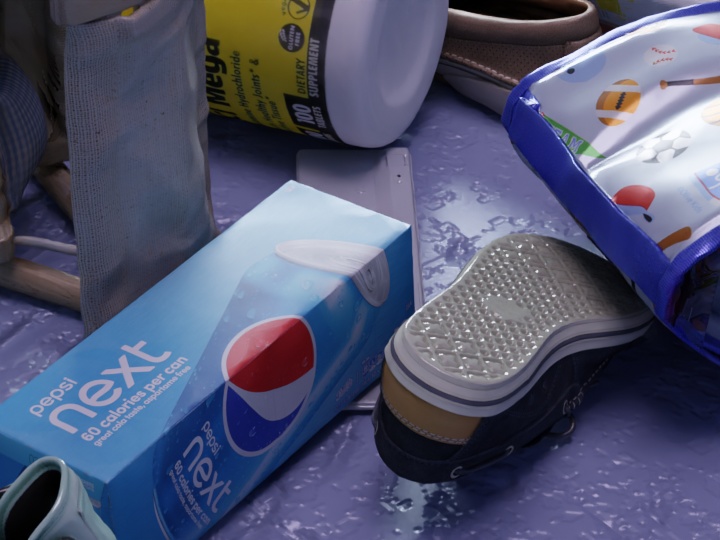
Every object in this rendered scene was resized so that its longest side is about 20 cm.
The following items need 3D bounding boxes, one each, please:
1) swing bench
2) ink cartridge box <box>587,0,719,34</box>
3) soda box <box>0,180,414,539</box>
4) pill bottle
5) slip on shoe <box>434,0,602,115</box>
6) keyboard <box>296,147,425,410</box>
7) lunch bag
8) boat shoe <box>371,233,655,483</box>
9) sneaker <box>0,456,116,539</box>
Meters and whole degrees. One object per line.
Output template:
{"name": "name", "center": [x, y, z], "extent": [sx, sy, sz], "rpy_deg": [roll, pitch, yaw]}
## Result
{"name": "swing bench", "center": [-0.135, -0.083, 1.094], "extent": [0.199, 0.200, 0.129], "rpy_deg": [29, 43, 33]}
{"name": "ink cartridge box", "center": [0.173, -0.180, 1.294], "extent": [0.199, 0.084, 0.146], "rpy_deg": [23, 72, 27]}
{"name": "soda box", "center": [-0.060, 0.044, 1.025], "extent": [0.067, 0.065, 0.200], "rpy_deg": [21, 42, 30]}
{"name": "pill bottle", "center": [-0.066, -0.133, 1.240], "extent": [0.199, 0.113, 0.113], "rpy_deg": [14, 37, 22]}
{"name": "slip on shoe", "center": [0.040, -0.134, 1.292], "extent": [0.199, 0.061, 0.076], "rpy_deg": [29, 44, 34]}
{"name": "keyboard", "center": [0.000, 0.000, 1.148], "extent": [0.056, 0.011, 0.201], "rpy_deg": [-4, 35, 1]}
{"name": "lunch bag", "center": [0.179, -0.034, 1.103], "extent": [0.198, 0.125, 0.170], "rpy_deg": [-4, 33, -24]}
{"name": "boat shoe", "center": [0.063, 0.035, 1.054], "extent": [0.074, 0.063, 0.200], "rpy_deg": [31, 28, 17]}
{"name": "sneaker", "center": [-0.071, 0.114, 0.887], "extent": [0.199, 0.119, 0.074], "rpy_deg": [-18, 38, -28]}
